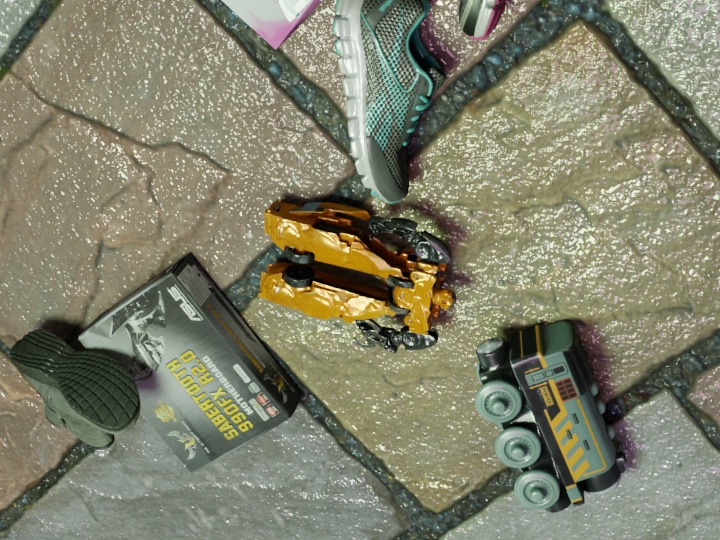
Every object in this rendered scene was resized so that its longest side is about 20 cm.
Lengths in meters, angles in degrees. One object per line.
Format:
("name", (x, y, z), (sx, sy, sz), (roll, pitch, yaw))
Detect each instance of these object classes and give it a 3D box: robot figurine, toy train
("robot figurine", (0.000, 0.000, 1.163), (0.197, 0.058, 0.147), (14, 121, 11))
("toy train", (0.185, 0.145, 1.170), (0.112, 0.085, 0.202), (-20, 110, 16))

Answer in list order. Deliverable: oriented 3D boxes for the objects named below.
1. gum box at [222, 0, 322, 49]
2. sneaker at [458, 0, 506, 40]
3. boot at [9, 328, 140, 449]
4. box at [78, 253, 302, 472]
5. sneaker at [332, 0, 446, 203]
("gum box", (-0.098, -0.299, 1.028), (0.199, 0.066, 0.113), (41, 124, -7))
("sneaker", (0.083, -0.291, 0.971), (0.086, 0.074, 0.203), (6, 114, 14))
("boot", (-0.291, 0.148, 1.303), (0.198, 0.068, 0.132), (25, 146, 36))
("box", (-0.183, 0.103, 1.285), (0.157, 0.048, 0.201), (-30, 105, 29))
("sneaker", (0.033, -0.154, 1.062), (0.090, 0.078, 0.203), (-2, 118, 15))
